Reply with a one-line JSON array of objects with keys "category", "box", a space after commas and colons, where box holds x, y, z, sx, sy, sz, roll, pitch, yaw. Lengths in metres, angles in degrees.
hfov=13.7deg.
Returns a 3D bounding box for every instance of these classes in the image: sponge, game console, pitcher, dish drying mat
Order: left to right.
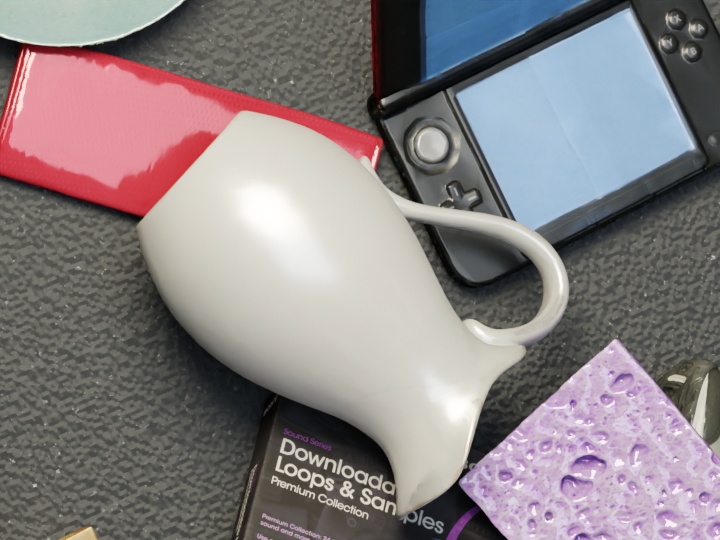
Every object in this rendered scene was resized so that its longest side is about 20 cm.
[{"category": "dish drying mat", "box": [-0.091, -0.061, 1.567, 0.199, 0.018, 0.077, 16, 83, -13]}, {"category": "pitcher", "box": [0.000, 0.000, 1.522, 0.200, 0.121, 0.172, 42, 58, -4]}, {"category": "game console", "box": [0.113, -0.110, 1.573, 0.199, 0.119, 0.173, -26, 90, -15]}, {"category": "sponge", "box": [0.155, 0.146, 1.529, 0.111, 0.030, 0.200, -41, 86, 2]}]

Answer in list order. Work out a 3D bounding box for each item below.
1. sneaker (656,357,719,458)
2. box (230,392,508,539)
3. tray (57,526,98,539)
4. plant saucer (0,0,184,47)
[{"category": "sneaker", "box": [0.177, 0.147, 1.590, 0.079, 0.074, 0.202, 4, 89, -23]}, {"category": "box", "box": [0.000, 0.164, 1.517, 0.142, 0.036, 0.201, 22, 54, -12]}, {"category": "tray", "box": [-0.138, 0.242, 1.511, 0.098, 0.037, 0.201, -26, 90, -16]}, {"category": "plant saucer", "box": [-0.161, -0.212, 1.556, 0.200, 0.039, 0.203, 2, 83, -15]}]
